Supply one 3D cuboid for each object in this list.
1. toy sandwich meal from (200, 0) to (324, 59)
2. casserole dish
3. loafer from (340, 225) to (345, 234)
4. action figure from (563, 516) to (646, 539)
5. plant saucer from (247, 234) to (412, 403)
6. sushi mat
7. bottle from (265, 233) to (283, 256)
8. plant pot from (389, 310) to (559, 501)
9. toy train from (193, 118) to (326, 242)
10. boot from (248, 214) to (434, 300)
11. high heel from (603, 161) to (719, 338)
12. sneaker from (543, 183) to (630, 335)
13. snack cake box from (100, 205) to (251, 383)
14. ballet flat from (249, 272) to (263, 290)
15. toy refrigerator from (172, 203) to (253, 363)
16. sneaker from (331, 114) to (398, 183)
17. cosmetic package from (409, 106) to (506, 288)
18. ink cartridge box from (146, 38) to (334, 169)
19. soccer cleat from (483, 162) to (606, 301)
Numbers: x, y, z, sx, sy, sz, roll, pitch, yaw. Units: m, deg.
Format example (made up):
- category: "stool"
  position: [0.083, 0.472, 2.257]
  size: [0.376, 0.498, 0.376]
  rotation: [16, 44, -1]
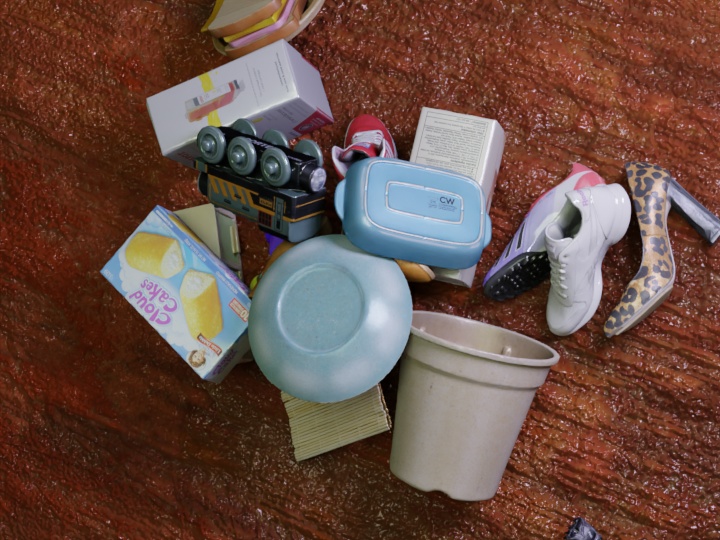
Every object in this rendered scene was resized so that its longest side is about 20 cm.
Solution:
- category: "toy sandwich meal"
  position: [-0.128, -0.354, 1.769]
  size: [0.203, 0.070, 0.207]
  rotation: [-22, 42, 21]
- category: "casserole dish"
  position: [0.068, -0.072, 1.585]
  size: [0.198, 0.039, 0.122]
  rotation: [11, 65, -18]
- category: "loafer"
  position: [0.000, 0.000, 1.729]
  size: [0.062, 0.072, 0.202]
  rotation: [-20, 79, 19]
- category: "action figure"
  position: [0.309, 0.364, 1.569]
  size: [0.199, 0.102, 0.120]
  rotation: [34, 84, -8]
- category: "plant saucer"
  position: [-0.040, 0.048, 1.561]
  size: [0.199, 0.039, 0.203]
  rotation: [-5, 71, 13]
- category: "sushi mat"
  position: [-0.034, 0.170, 1.684]
  size: [0.199, 0.012, 0.097]
  rotation: [-27, 75, 49]
- category: "bottle"
  position: [-0.074, -0.015, 1.735]
  size: [0.065, 0.083, 0.201]
  rotation: [-39, 57, 21]
- category: "plant pot"
  position: [0.116, 0.164, 1.618]
  size: [0.198, 0.200, 0.186]
  rotation: [17, 99, 18]
- category: "toy train"
  position: [-0.123, -0.110, 1.640]
  size: [0.199, 0.085, 0.115]
  rotation: [21, 116, 34]
- category: "boot"
  position: [-0.025, 0.022, 1.623]
  size: [0.200, 0.071, 0.145]
  rotation: [22, 73, 26]
- category: "high heel"
  position: [0.320, -0.028, 1.629]
  size: [0.142, 0.071, 0.200]
  rotation: [42, 83, 15]
- category: "sneaker"
  position: [0.245, -0.014, 1.616]
  size: [0.075, 0.099, 0.202]
  rotation: [50, 133, 49]
- category: "snack cake box"
  position: [-0.215, 0.030, 1.710]
  size: [0.200, 0.067, 0.115]
  rotation: [43, 93, 16]
- category: "ballet flat"
  position: [-0.075, 0.086, 1.749]
  size: [0.200, 0.067, 0.067]
  rotation: [44, 117, 20]
- category: "toy refrigerator"
  position: [-0.190, 0.021, 1.779]
  size: [0.069, 0.076, 0.202]
  rotation: [-12, 79, 15]
- category: "sneaker"
  position: [0.005, -0.148, 1.688]
  size: [0.070, 0.113, 0.201]
  rotation: [-10, 49, 6]
- category: "cosmetic package"
  position: [0.108, -0.090, 1.696]
  size: [0.102, 0.087, 0.202]
  rotation: [14, 86, 17]
- category: "ink cartridge box"
  position: [-0.154, -0.206, 1.764]
  size: [0.198, 0.145, 0.084]
  rotation: [-20, 78, 14]
- category: "soccer cleat"
  position: [0.221, -0.045, 1.675]
  size: [0.200, 0.068, 0.073]
  rotation: [-43, 53, 9]
